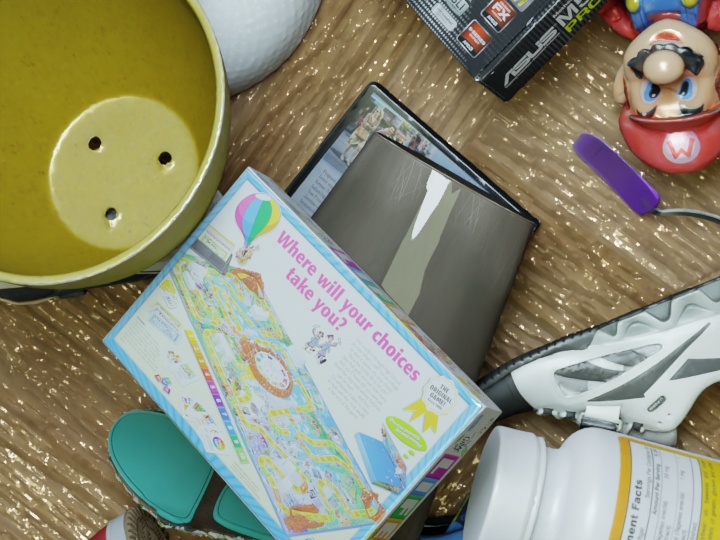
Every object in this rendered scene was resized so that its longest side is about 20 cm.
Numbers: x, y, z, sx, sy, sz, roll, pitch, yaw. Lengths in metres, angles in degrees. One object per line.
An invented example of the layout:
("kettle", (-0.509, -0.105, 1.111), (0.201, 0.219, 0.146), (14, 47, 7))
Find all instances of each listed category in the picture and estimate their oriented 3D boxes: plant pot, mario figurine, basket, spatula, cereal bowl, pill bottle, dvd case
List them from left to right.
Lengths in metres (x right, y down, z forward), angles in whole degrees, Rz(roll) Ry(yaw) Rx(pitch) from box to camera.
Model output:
("plant pot", (-0.159, -0.075, 0.980), (0.198, 0.142, 0.202), (-2, 76, 9))
("cereal bowl", (-0.124, -0.205, 1.052), (0.198, 0.083, 0.203), (1, 95, 13))
("dvd case", (0.000, 0.000, 1.075), (0.142, 0.018, 0.200), (41, 102, 7))
("basket", (0.010, 0.032, 1.001), (0.180, 0.136, 0.201), (33, 97, 26))
("pill bottle", (0.166, 0.158, 0.986), (0.198, 0.111, 0.112), (15, 98, -3))
("mario figurine", (0.182, -0.158, 0.974), (0.105, 0.123, 0.203), (-2, 87, -31))
("spatula", (0.216, -0.027, 1.016), (0.199, 0.057, 0.021), (29, 80, 2))

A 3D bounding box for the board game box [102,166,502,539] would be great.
("board game box", (-0.036, 0.059, 0.928), (0.135, 0.034, 0.200), (-48, 67, 8))

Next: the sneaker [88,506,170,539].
("sneaker", (-0.160, 0.264, 1.075), (0.112, 0.071, 0.201), (-32, 51, 16))

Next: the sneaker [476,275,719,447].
("sneaker", (0.154, 0.075, 1.020), (0.198, 0.074, 0.089), (-21, 88, 13))

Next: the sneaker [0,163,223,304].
("sneaker", (-0.186, -0.024, 1.088), (0.198, 0.080, 0.079), (0, 66, -11))

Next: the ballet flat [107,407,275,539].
("ballet flat", (-0.081, 0.148, 1.074), (0.199, 0.064, 0.076), (21, 77, 35))

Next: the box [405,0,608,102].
("box", (0.078, -0.225, 0.989), (0.160, 0.044, 0.201), (-44, 61, 13))

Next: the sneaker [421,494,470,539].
("sneaker", (0.096, 0.188, 1.046), (0.198, 0.066, 0.079), (8, 96, 12))
